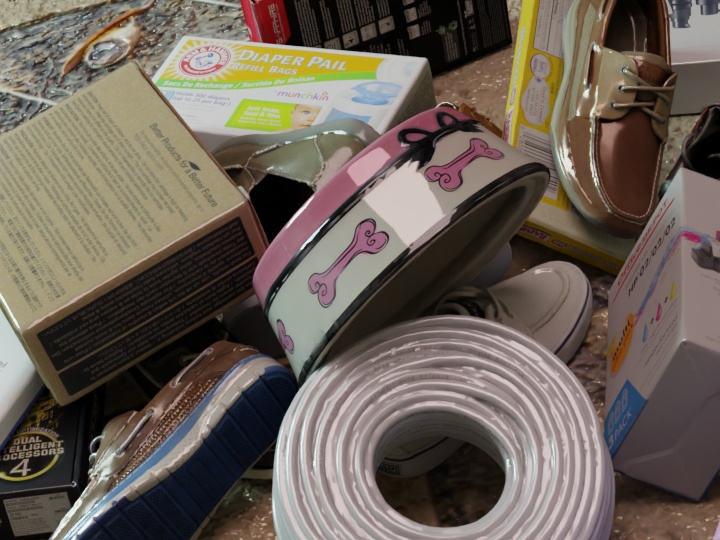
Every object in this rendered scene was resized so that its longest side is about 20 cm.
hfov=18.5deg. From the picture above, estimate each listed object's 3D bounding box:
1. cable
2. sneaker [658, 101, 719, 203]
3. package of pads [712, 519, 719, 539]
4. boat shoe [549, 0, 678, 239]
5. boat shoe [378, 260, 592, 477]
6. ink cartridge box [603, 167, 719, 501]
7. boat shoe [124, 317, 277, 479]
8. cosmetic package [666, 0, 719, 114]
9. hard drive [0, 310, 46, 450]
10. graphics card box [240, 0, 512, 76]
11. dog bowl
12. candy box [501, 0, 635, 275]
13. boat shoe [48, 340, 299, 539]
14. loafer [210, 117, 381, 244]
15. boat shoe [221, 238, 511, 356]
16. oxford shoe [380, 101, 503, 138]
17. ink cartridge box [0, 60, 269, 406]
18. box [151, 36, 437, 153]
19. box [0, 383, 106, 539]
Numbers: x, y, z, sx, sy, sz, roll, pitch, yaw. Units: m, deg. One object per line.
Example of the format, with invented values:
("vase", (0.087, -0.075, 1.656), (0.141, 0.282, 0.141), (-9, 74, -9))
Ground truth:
("cable", (0.048, 0.123, 1.272), (0.199, 0.069, 0.201), (-20, 61, -12))
("sneaker", (0.261, -0.084, 1.494), (0.077, 0.082, 0.200), (14, 46, 29))
("package of pads", (0.245, 0.138, 1.199), (0.075, 0.121, 0.200), (11, 45, 22))
("boat shoe", (0.173, -0.118, 1.471), (0.075, 0.072, 0.201), (14, 58, -24))
("boat shoe", (0.073, 0.045, 1.399), (0.200, 0.070, 0.071), (-38, 45, -27))
("ink cartridge box", (0.200, 0.023, 1.343), (0.067, 0.115, 0.201), (19, 40, -8))
("boat shoe", (-0.100, 0.068, 1.424), (0.072, 0.068, 0.200), (-31, 44, -24))
("cosmetic package", (0.267, -0.181, 1.636), (0.198, 0.052, 0.151), (-4, 43, 10))
("hard drive", (-0.250, 0.041, 1.456), (0.131, 0.025, 0.200), (6, 40, 23))
("graphics card box", (0.012, -0.195, 1.663), (0.199, 0.126, 0.051), (-23, 39, -12))
("dog bowl", (0.018, -0.018, 1.344), (0.200, 0.200, 0.074), (-36, 77, -26))
("candy box", (0.148, -0.101, 1.512), (0.102, 0.026, 0.201), (23, 55, -17))
("boat shoe", (-0.126, 0.124, 1.346), (0.200, 0.072, 0.072), (-43, 43, -15))
("loafer", (-0.063, -0.049, 1.463), (0.199, 0.075, 0.070), (-19, 21, 49))
("boat shoe", (0.000, 0.000, 1.483), (0.199, 0.070, 0.066), (-21, 40, 2))
("oxford shoe", (0.079, -0.083, 1.512), (0.071, 0.072, 0.200), (0, 11, 36))
("ink cartridge box", (-0.167, -0.028, 1.422), (0.164, 0.075, 0.200), (-29, 40, -9))
("box", (-0.053, -0.088, 1.569), (0.199, 0.102, 0.113), (7, 43, 23))
("box", (-0.267, 0.113, 1.428), (0.198, 0.049, 0.162), (-8, 35, 5))
